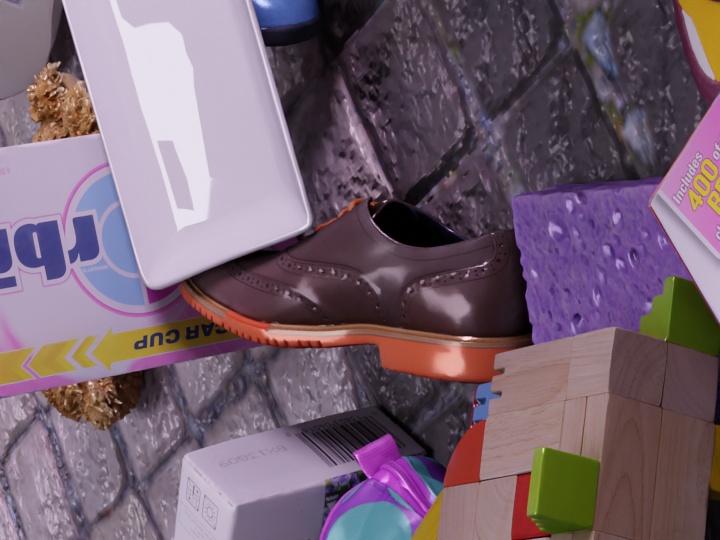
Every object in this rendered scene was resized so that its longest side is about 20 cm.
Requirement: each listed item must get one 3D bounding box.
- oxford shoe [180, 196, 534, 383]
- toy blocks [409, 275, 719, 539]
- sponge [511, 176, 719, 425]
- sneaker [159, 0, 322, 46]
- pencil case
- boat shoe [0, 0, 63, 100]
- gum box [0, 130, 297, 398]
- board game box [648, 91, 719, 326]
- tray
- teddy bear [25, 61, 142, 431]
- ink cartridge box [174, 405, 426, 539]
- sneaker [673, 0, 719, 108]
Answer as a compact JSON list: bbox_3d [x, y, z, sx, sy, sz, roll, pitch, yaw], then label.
[{"bbox_3d":[0.000,0.000,1.139,0.200,0.071,0.073,9,102,39],"label":"oxford shoe"},{"bbox_3d":[0.067,0.109,0.965,0.137,0.100,0.200,-18,60,56],"label":"toy blocks"},{"bbox_3d":[0.136,0.018,0.979,0.200,0.030,0.112,-2,99,56],"label":"sponge"},{"bbox_3d":[-0.083,-0.176,1.213,0.200,0.066,0.079,45,136,41],"label":"sneaker"},{"bbox_3d":[0.066,0.145,1.075,0.200,0.085,0.093,25,136,50],"label":"pencil case"},{"bbox_3d":[-0.188,-0.169,1.379,0.200,0.072,0.069,113,173,-53],"label":"boat shoe"},{"bbox_3d":[-0.130,-0.005,1.215,0.066,0.200,0.114,-14,87,57],"label":"gum box"},{"bbox_3d":[0.178,-0.015,0.815,0.153,0.040,0.200,-60,33,30],"label":"board game box"},{"bbox_3d":[-0.082,-0.100,1.162,0.107,0.022,0.200,-20,83,36],"label":"tray"},{"bbox_3d":[-0.159,-0.013,1.382,0.145,0.067,0.200,46,135,43],"label":"teddy bear"},{"bbox_3d":[-0.036,0.169,1.215,0.050,0.109,0.200,39,131,44],"label":"ink cartridge box"},{"bbox_3d":[0.115,-0.144,0.902,0.075,0.090,0.200,9,107,55],"label":"sneaker"}]
